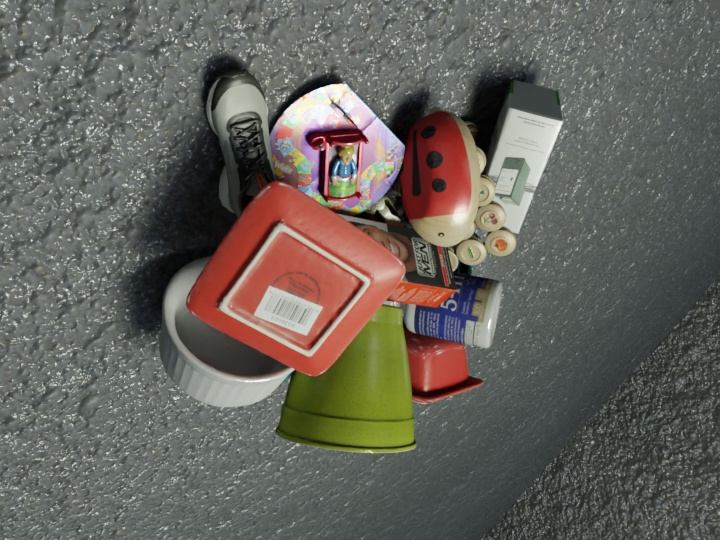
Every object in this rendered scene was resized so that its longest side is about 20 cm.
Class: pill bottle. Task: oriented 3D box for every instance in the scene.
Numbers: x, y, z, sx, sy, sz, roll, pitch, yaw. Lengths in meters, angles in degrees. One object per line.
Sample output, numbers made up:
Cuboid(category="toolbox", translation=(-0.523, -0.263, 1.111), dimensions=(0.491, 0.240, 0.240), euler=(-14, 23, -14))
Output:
Cuboid(category="pill bottle", translation=(0.138, 0.058, 1.025), dimensions=(0.120, 0.200, 0.120), euler=(10, 90, -73))

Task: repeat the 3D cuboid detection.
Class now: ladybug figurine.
Cuboid(category="ladybug figurine", translation=(0.105, -0.133, 0.835), dimensions=(0.072, 0.136, 0.200), euler=(-5, 90, -37))

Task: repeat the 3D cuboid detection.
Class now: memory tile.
Cuboid(category="memory tile", translation=(0.151, -0.090, 0.935), dimensions=(0.153, 0.017, 0.200), euler=(-16, 118, 24))

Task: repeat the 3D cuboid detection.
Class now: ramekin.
Cuboid(category="ramekin", translation=(-0.171, 0.084, 0.785), dimensions=(0.200, 0.201, 0.098), euler=(-9, 147, -37))

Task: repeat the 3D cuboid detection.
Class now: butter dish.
Cuboid(category="butter dish", translation=(0.117, 0.162, 1.146), dimensions=(0.200, 0.199, 0.148), euler=(-4, 99, -46))
Cuboid(category="butter dish", translation=(-0.081, -0.005, 0.723), dimensions=(0.200, 0.148, 0.200), euler=(31, 109, -21))

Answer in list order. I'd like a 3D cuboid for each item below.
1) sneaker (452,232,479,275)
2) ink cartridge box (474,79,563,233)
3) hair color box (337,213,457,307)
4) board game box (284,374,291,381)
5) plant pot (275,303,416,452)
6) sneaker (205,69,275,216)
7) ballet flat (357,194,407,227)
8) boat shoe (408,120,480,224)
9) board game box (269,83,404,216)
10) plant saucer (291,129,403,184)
Cuboid(category="sneaker", translation=(0.160, 0.005, 1.094), dimensions=(0.078, 0.091, 0.200), euler=(8, 119, -45))
Cuboid(category="ink cartridge box", translation=(0.249, -0.184, 0.946), dimensions=(0.146, 0.084, 0.200), euler=(-69, 173, -53))
Cuboid(category="hair color box", translation=(0.038, -0.012, 0.859), dimensions=(0.200, 0.102, 0.061), euler=(8, 147, -27))
Cuboid(category="board game box", translation=(-0.157, 0.123, 0.969), dimensions=(0.135, 0.028, 0.200), euler=(-44, 143, 1))
Cuboid(category="plant pot", translation=(-0.012, 0.141, 0.837), dimensions=(0.200, 0.200, 0.193), euler=(13, 80, -48))
Cuboid(category="sneaker", translation=(-0.133, -0.141, 0.701), dimensions=(0.074, 0.079, 0.200), euler=(-21, 136, -24))
Cuboid(category="ballet flat", translation=(0.049, -0.063, 0.941), dimensions=(0.068, 0.075, 0.200), euler=(-47, 143, -7))
Cuboid(category="boat shoe", translation=(0.155, -0.141, 0.964), dimensions=(0.075, 0.075, 0.203), euler=(-5, 128, -40))
Cuboid(category="board game box", translation=(-0.027, -0.141, 0.779), dimensions=(0.158, 0.039, 0.200), euler=(-44, 130, 11))
Cuboid(category="plant saucer", translation=(-0.010, -0.163, 0.842), dimensions=(0.200, 0.019, 0.070), euler=(-3, 127, -40))
